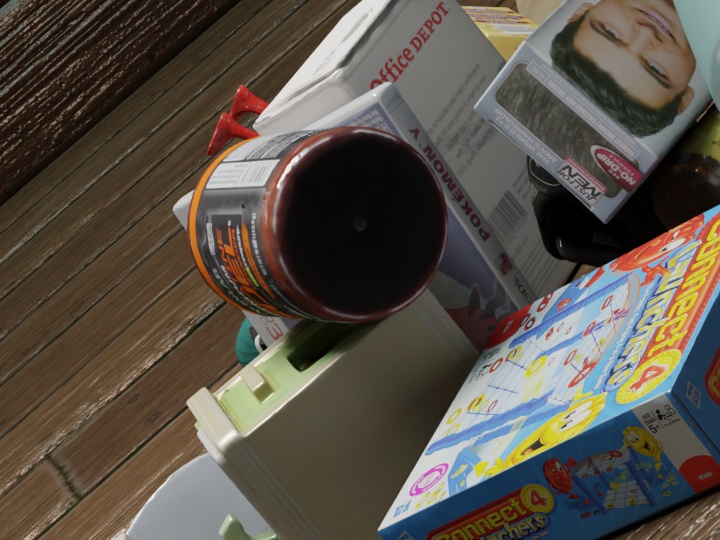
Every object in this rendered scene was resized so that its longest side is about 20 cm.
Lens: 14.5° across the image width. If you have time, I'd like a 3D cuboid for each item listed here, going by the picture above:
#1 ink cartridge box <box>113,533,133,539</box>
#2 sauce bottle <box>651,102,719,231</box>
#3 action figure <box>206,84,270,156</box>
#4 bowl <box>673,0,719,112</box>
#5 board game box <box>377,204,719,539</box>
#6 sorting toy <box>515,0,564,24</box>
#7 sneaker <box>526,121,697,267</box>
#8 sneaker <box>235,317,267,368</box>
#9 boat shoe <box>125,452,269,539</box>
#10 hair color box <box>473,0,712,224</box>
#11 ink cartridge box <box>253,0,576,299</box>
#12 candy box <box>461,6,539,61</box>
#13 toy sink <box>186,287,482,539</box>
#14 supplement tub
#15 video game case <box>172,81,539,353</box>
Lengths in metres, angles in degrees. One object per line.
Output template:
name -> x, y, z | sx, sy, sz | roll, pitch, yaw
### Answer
ink cartridge box -> -0.150, 0.226, 1.523 | 0.116, 0.067, 0.200 | -35, 28, 20
sauce bottle -> 0.240, -0.092, 1.613 | 0.200, 0.066, 0.066 | -47, 15, -34
action figure -> -0.009, -0.038, 1.904 | 0.065, 0.199, 0.099 | -61, -5, -50
bowl -> 0.254, -0.125, 1.467 | 0.200, 0.201, 0.105 | -29, 37, 38
board game box -> 0.127, 0.061, 1.433 | 0.195, 0.056, 0.200 | -30, 16, 36
sorting toy -> 0.216, -0.220, 2.076 | 0.198, 0.070, 0.200 | -37, 13, 11
sneaker -> 0.152, -0.057, 1.713 | 0.076, 0.115, 0.199 | -5, 0, 24
sneaker -> -0.025, 0.041, 1.872 | 0.200, 0.072, 0.080 | -24, 16, 45
boat shoe -> -0.117, 0.185, 1.689 | 0.200, 0.070, 0.066 | -49, -7, -19
hair color box -> 0.156, -0.120, 1.606 | 0.200, 0.099, 0.061 | -46, -5, -48
ink cartridge box -> 0.048, -0.068, 1.749 | 0.085, 0.200, 0.146 | -28, 17, 40
candy box -> 0.092, -0.118, 1.969 | 0.056, 0.117, 0.200 | 2, 11, -9
toy sink -> -0.023, 0.098, 1.596 | 0.200, 0.112, 0.130 | -40, 13, -2
supplement tub -> -0.033, -0.025, 1.579 | 0.107, 0.107, 0.200 | -43, 14, -15
video game case -> 0.000, 0.000, 1.697 | 0.200, 0.183, 0.023 | -26, 12, 44
